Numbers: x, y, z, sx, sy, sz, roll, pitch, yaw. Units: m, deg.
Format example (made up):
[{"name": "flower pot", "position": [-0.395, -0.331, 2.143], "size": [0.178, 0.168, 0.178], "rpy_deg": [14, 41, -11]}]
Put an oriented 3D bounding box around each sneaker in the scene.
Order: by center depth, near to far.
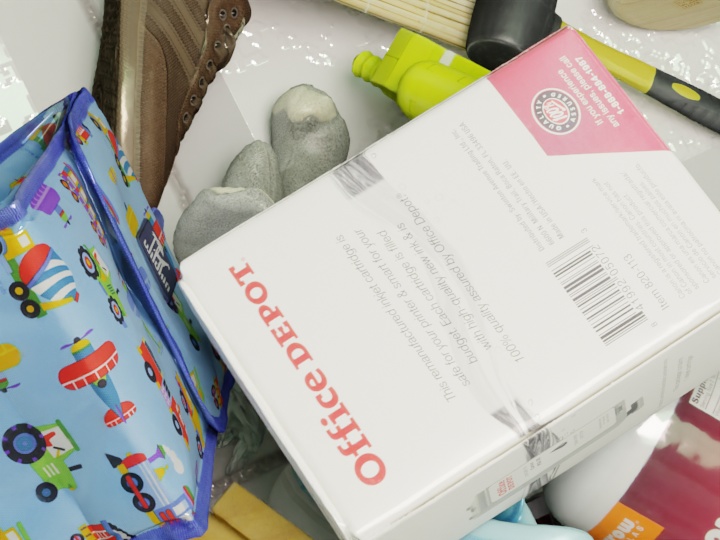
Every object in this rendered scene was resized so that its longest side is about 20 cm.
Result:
[{"name": "sneaker", "position": [0.037, 0.113, 1.035], "size": [0.074, 0.200, 0.082], "rpy_deg": [28, 89, -42]}, {"name": "sneaker", "position": [-0.089, -0.115, 1.151], "size": [0.075, 0.070, 0.200], "rpy_deg": [7, 75, -17]}]

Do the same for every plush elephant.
[{"name": "plush elephant", "position": [0.000, 0.000, 1.098], "size": [0.165, 0.155, 0.200], "rpy_deg": [38, 69, -3]}]

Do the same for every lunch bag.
[{"name": "lunch bag", "position": [-0.116, 0.020, 0.971], "size": [0.094, 0.200, 0.151], "rpy_deg": [-24, 106, 18]}]

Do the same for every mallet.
[{"name": "mallet", "position": [0.148, -0.112, 1.227], "size": [0.200, 0.041, 0.066], "rpy_deg": [18, 68, -21]}]

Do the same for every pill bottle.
[{"name": "pill bottle", "position": [0.155, 0.091, 1.078], "size": [0.200, 0.110, 0.110], "rpy_deg": [30, 70, -4]}]

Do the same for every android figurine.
[{"name": "android figurine", "position": [0.082, -0.061, 1.134], "size": [0.200, 0.182, 0.041], "rpy_deg": [29, 91, 32]}]

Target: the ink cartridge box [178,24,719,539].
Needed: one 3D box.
[{"name": "ink cartridge box", "position": [0.046, 0.015, 0.966], "size": [0.200, 0.083, 0.147], "rpy_deg": [-32, 68, -8]}]

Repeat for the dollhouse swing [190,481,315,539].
[{"name": "dollhouse swing", "position": [-0.090, 0.201, 1.028], "size": [0.200, 0.176, 0.182], "rpy_deg": [-51, 122, -11]}]

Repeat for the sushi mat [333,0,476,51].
[{"name": "sushi mat", "position": [0.007, -0.175, 1.168], "size": [0.200, 0.012, 0.096], "rpy_deg": [14, 73, -45]}]

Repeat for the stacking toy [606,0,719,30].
[{"name": "stacking toy", "position": [0.165, -0.235, 1.250], "size": [0.085, 0.085, 0.200], "rpy_deg": [1, 72, -15]}]

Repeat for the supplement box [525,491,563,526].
[{"name": "supplement box", "position": [0.164, 0.189, 1.144], "size": [0.109, 0.061, 0.200], "rpy_deg": [-18, 80, -17]}]
